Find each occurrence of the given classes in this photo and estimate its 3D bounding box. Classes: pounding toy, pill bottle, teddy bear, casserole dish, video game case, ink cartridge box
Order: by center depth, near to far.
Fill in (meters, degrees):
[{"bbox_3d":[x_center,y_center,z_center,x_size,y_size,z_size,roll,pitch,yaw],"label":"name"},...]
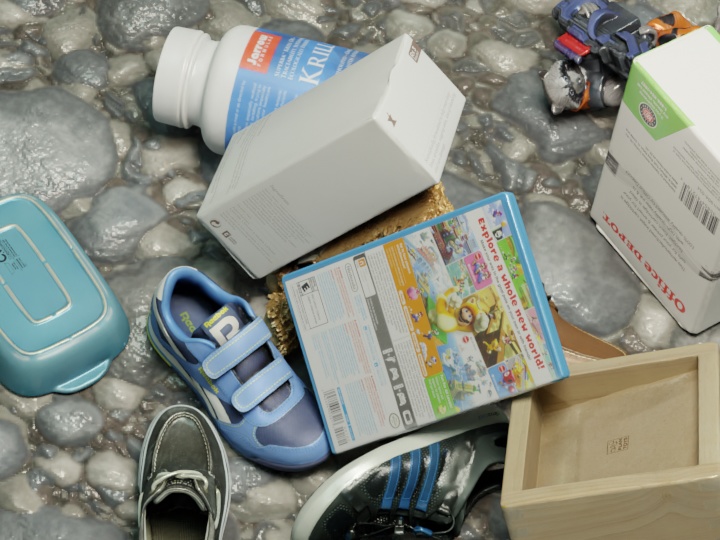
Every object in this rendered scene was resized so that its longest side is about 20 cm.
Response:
[{"bbox_3d":[0.217,0.169,1.535,0.198,0.143,0.185,-10,32,15],"label":"pounding toy"},{"bbox_3d":[0.046,0.041,1.600,0.199,0.018,0.144,-20,82,25],"label":"video game case"},{"bbox_3d":[0.000,0.000,1.686,0.200,0.067,0.145,-37,35,17],"label":"teddy bear"},{"bbox_3d":[0.271,-0.070,1.707,0.084,0.201,0.146,-26,61,-22],"label":"ink cartridge box"},{"bbox_3d":[-0.269,0.012,1.721,0.121,0.039,0.200,-28,61,-21],"label":"casserole dish"},{"bbox_3d":[-0.069,-0.142,1.791,0.198,0.113,0.113,13,56,6],"label":"pill bottle"}]

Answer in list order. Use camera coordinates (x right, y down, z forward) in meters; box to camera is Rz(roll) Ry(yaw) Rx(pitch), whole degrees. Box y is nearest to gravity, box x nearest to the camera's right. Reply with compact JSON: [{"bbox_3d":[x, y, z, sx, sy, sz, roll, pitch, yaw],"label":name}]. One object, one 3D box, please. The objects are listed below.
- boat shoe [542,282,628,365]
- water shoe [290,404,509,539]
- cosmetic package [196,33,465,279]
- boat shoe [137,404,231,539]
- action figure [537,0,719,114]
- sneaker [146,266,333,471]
[{"bbox_3d":[0.124,0.041,1.688,0.198,0.069,0.072,17,15,7],"label":"boat shoe"},{"bbox_3d":[0.043,0.170,1.609,0.199,0.072,0.079,-28,63,-19],"label":"water shoe"},{"bbox_3d":[-0.023,-0.088,1.671,0.081,0.199,0.113,47,40,-24],"label":"cosmetic package"},{"bbox_3d":[-0.130,0.180,1.593,0.071,0.071,0.201,-3,55,-5],"label":"boat shoe"},{"bbox_3d":[0.249,-0.173,1.834,0.192,0.105,0.200,-14,27,-6],"label":"action figure"},{"bbox_3d":[-0.096,0.075,1.660,0.074,0.082,0.200,-38,69,-26],"label":"sneaker"}]
